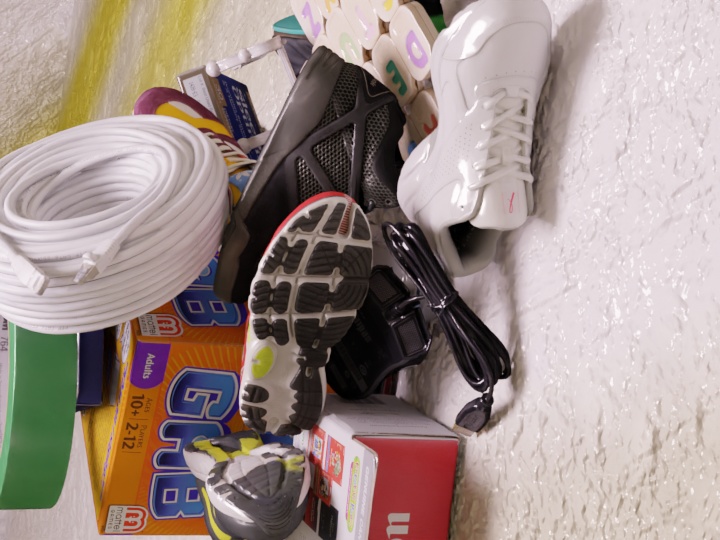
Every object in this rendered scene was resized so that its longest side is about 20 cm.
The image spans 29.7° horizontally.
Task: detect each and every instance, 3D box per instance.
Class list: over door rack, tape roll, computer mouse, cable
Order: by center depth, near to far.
[{"bbox_3d":[0.038,0.055,0.930,0.141,0.046,0.200,56,148,11],"label":"computer mouse"},{"bbox_3d":[-0.188,-0.038,0.973,0.199,0.200,0.070,23,137,42],"label":"cable"},{"bbox_3d":[-0.261,0.084,1.057,0.200,0.048,0.202,-177,90,-68],"label":"tape roll"},{"bbox_3d":[-0.076,-0.116,1.149,0.200,0.066,0.149,-145,33,-79],"label":"over door rack"}]

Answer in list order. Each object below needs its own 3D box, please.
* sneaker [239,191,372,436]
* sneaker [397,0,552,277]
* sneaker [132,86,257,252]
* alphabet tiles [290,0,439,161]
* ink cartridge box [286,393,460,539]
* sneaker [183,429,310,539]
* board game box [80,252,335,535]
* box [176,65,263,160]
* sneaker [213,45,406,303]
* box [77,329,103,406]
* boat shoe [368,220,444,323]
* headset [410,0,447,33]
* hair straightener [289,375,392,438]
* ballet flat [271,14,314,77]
[{"bbox_3d":[-0.049,0.021,0.927,0.085,0.076,0.201,-102,26,-50],"label":"sneaker"},{"bbox_3d":[0.084,-0.076,0.834,0.201,0.077,0.100,102,154,-46],"label":"sneaker"},{"bbox_3d":[-0.105,-0.073,1.069,0.200,0.075,0.090,52,154,5],"label":"sneaker"},{"bbox_3d":[0.003,-0.150,1.007,0.196,0.015,0.200,62,155,10],"label":"alphabet tiles"},{"bbox_3d":[0.007,0.203,0.954,0.175,0.083,0.202,-156,71,-70],"label":"ink cartridge box"},{"bbox_3d":[-0.075,0.172,0.989,0.200,0.074,0.085,-162,58,-74],"label":"sneaker"},{"bbox_3d":[-0.123,0.085,1.168,0.200,0.198,0.201,-114,35,-52],"label":"board game box"},{"bbox_3d":[-0.109,-0.115,1.234,0.200,0.032,0.122,-17,-93,-84],"label":"box"},{"bbox_3d":[-0.028,-0.047,0.969,0.200,0.114,0.076,-61,4,15],"label":"sneaker"},{"bbox_3d":[-0.241,0.056,1.138,0.200,0.032,0.122,158,114,-67],"label":"box"},{"bbox_3d":[0.000,0.000,1.038,0.200,0.066,0.074,-159,74,-69],"label":"boat shoe"},{"bbox_3d":[0.045,-0.234,0.919,0.123,0.093,0.201,147,113,-65],"label":"headset"},{"bbox_3d":[-0.022,0.130,1.060,0.041,0.076,0.201,-138,54,-63],"label":"hair straightener"},{"bbox_3d":[-0.014,-0.179,1.126,0.200,0.073,0.074,18,104,62],"label":"ballet flat"}]
